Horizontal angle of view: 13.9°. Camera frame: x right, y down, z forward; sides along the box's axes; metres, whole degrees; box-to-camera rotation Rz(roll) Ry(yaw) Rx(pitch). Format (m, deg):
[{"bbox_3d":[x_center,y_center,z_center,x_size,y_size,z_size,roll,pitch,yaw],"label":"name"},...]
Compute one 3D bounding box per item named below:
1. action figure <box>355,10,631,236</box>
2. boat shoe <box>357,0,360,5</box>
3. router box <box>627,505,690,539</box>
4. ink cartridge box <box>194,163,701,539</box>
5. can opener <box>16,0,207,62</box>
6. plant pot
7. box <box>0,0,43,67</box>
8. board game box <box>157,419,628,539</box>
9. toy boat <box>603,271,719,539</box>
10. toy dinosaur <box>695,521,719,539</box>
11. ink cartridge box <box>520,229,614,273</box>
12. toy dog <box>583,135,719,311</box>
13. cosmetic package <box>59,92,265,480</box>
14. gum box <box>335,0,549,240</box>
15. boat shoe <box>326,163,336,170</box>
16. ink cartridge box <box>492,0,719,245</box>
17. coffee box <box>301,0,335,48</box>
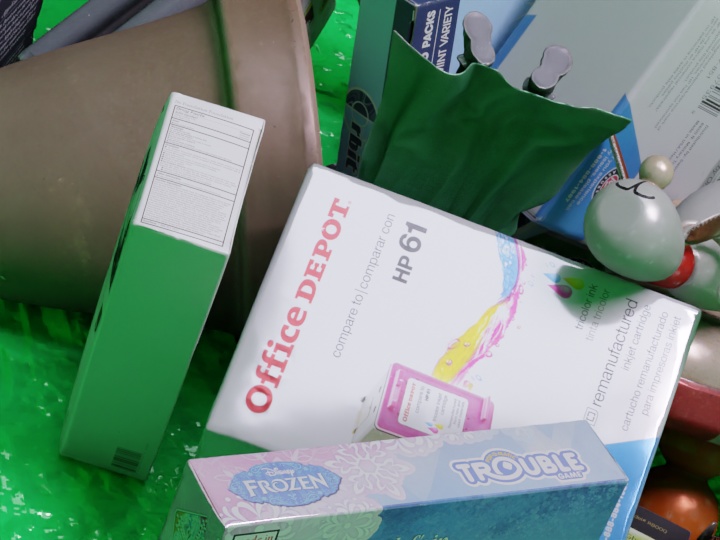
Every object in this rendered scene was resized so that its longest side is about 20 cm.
[{"bbox_3d":[0.037,-0.042,1.423,0.118,0.200,0.055,24,50,-8],"label":"action figure"},{"bbox_3d":[0.028,-0.169,1.742,0.061,0.201,0.072,-27,50,-5],"label":"boat shoe"},{"bbox_3d":[0.045,0.142,1.440,0.200,0.052,0.157,26,35,6],"label":"router box"},{"bbox_3d":[0.038,0.058,1.377,0.200,0.085,0.145,20,69,2],"label":"ink cartridge box"},{"bbox_3d":[-0.163,-0.109,1.592,0.200,0.066,0.053,-35,63,-7],"label":"can opener"},{"bbox_3d":[-0.113,-0.051,1.527,0.174,0.200,0.200,-4,38,-5],"label":"plant pot"},{"bbox_3d":[-0.243,-0.198,1.623,0.148,0.200,0.104,23,35,4],"label":"box"},{"bbox_3d":[-0.008,0.156,1.261,0.200,0.199,0.043,-4,42,-32],"label":"board game box"},{"bbox_3d":[0.176,0.090,1.525,0.200,0.131,0.131,19,7,-24],"label":"toy boat"},{"bbox_3d":[0.186,0.162,1.409,0.102,0.136,0.200,12,-10,12],"label":"toy dinosaur"},{"bbox_3d":[0.163,0.014,1.657,0.200,0.083,0.147,6,36,-20],"label":"ink cartridge box"},{"bbox_3d":[0.172,-0.029,1.411,0.132,0.096,0.200,21,1,5],"label":"toy dog"},{"bbox_3d":[-0.097,0.011,1.401,0.051,0.200,0.083,18,52,-4],"label":"cosmetic package"},{"bbox_3d":[0.078,-0.093,1.541,0.200,0.170,0.045,-20,43,-37],"label":"gum box"},{"bbox_3d":[0.000,0.000,1.597,0.060,0.074,0.200,17,31,-8],"label":"boat shoe"},{"bbox_3d":[0.157,-0.082,1.520,0.084,0.145,0.200,43,14,34],"label":"ink cartridge box"},{"bbox_3d":[-0.082,-0.191,1.702,0.114,0.200,0.080,29,74,10],"label":"coffee box"}]
